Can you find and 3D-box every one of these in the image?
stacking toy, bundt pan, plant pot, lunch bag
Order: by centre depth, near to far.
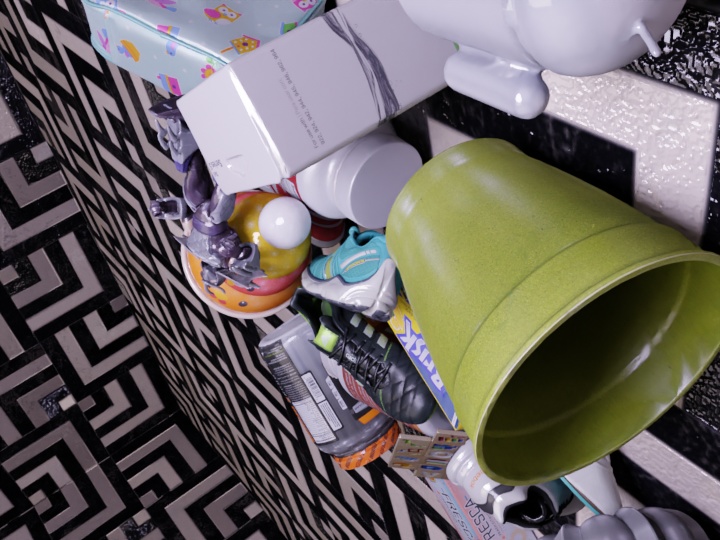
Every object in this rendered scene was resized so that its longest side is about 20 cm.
[{"bbox_3d":[0.116,0.009,0.582,0.193,0.200,0.201,55,162,40],"label":"plant pot"},{"bbox_3d":[0.212,0.266,0.720,0.202,0.202,0.076,89,168,-54],"label":"bundt pan"},{"bbox_3d":[-0.133,-0.231,0.758,0.200,0.160,0.077,26,146,9],"label":"lunch bag"},{"bbox_3d":[-0.099,-0.035,0.839,0.146,0.146,0.200,57,158,0],"label":"stacking toy"}]

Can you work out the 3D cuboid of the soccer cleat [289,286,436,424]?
[{"bbox_3d":[-0.002,0.083,0.826,0.200,0.081,0.068,44,112,40],"label":"soccer cleat"}]

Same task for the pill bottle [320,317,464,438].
[{"bbox_3d":[0.044,0.106,0.925,0.200,0.112,0.112,17,135,52],"label":"pill bottle"}]

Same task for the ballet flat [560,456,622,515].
[{"bbox_3d":[0.178,0.141,0.771,0.200,0.069,0.069,44,155,28],"label":"ballet flat"}]

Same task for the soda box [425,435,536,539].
[{"bbox_3d":[0.146,0.290,1.041,0.200,0.068,0.064,59,158,-7],"label":"soda box"}]

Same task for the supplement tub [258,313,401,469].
[{"bbox_3d":[-0.035,0.151,1.088,0.200,0.122,0.123,59,159,-7],"label":"supplement tub"}]

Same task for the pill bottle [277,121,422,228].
[{"bbox_3d":[-0.036,-0.120,0.802,0.200,0.112,0.112,37,151,41],"label":"pill bottle"}]

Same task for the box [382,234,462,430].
[{"bbox_3d":[0.075,0.049,0.785,0.200,0.064,0.070,57,149,40],"label":"box"}]

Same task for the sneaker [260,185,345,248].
[{"bbox_3d":[-0.087,-0.123,0.963,0.200,0.071,0.112,45,161,9],"label":"sneaker"}]

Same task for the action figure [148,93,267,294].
[{"bbox_3d":[-0.138,-0.057,0.750,0.130,0.069,0.200,24,130,22],"label":"action figure"}]

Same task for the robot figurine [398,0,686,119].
[{"bbox_3d":[0.094,-0.172,0.448,0.200,0.113,0.170,35,121,45],"label":"robot figurine"}]

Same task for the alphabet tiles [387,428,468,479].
[{"bbox_3d":[0.118,0.204,0.895,0.200,0.166,0.006,97,178,-64],"label":"alphabet tiles"}]

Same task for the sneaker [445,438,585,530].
[{"bbox_3d":[0.162,0.215,0.781,0.200,0.074,0.080,21,-162,-43],"label":"sneaker"}]

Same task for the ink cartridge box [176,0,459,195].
[{"bbox_3d":[-0.018,-0.142,0.610,0.084,0.200,0.145,62,158,-13],"label":"ink cartridge box"}]

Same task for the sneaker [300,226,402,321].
[{"bbox_3d":[0.000,0.000,0.789,0.077,0.080,0.200,22,176,-17],"label":"sneaker"}]
